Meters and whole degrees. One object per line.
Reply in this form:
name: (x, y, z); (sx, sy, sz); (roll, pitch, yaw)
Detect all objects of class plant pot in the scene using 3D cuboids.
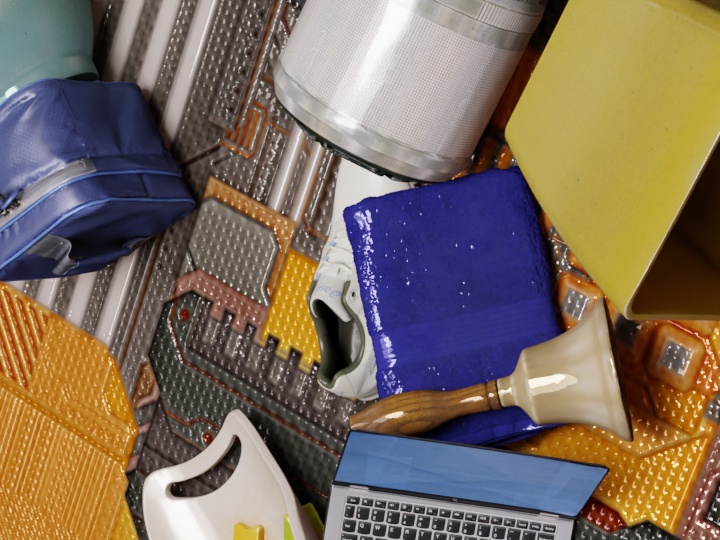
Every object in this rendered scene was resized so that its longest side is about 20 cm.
plant pot: (0.219, -0.099, 1.474); (0.176, 0.199, 0.201); (42, 115, 35)
plant pot: (-0.298, -0.180, 1.800); (0.200, 0.200, 0.135); (-38, 82, 29)

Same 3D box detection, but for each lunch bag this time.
lunch bag: (-0.233, -0.064, 1.758); (0.135, 0.200, 0.133); (-34, 79, 25)

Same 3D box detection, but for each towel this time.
towel: (0.074, 0.033, 1.632); (0.146, 0.050, 0.202); (-12, 87, -5)

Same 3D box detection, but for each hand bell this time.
hand bell: (0.089, 0.091, 1.576); (0.198, 0.104, 0.105); (-12, 87, 9)

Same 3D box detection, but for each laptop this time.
laptop: (0.066, 0.207, 1.588); (0.185, 0.116, 0.202); (9, 102, -3)

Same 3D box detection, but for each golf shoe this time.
golf shoe: (0.000, 0.000, 1.674); (0.078, 0.097, 0.202); (-3, 91, 35)

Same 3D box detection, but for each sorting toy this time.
sorting toy: (-0.102, 0.217, 1.764); (0.200, 0.106, 0.181); (-37, 67, 29)

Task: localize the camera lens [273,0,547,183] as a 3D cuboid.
camera lens: (0.039, -0.177, 1.590); (0.160, 0.160, 0.201); (35, 108, 26)
